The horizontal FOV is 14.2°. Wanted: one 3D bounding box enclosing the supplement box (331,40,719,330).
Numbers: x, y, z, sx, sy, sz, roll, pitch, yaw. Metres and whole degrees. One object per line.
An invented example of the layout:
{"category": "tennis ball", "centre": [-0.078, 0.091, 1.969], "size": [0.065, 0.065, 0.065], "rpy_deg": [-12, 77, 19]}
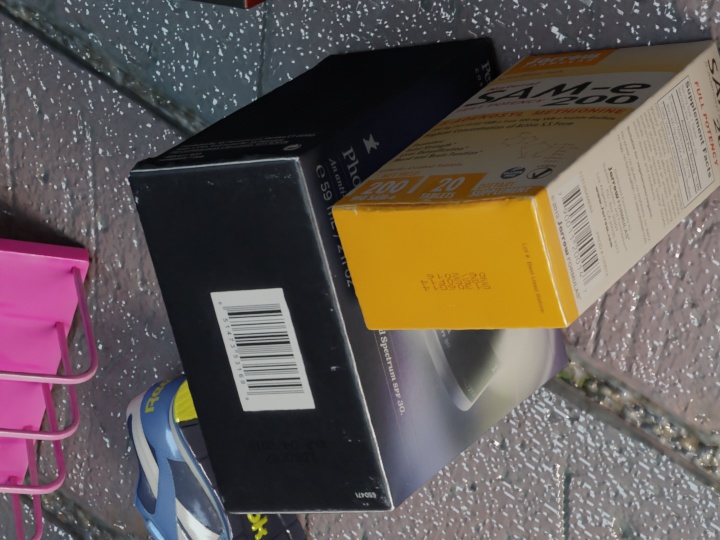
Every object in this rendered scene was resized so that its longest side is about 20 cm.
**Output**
{"category": "supplement box", "centre": [0.094, -0.045, 1.479], "size": [0.125, 0.200, 0.074], "rpy_deg": [-2, 114, 36]}

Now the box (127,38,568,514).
{"category": "box", "centre": [0.000, 0.000, 1.573], "size": [0.123, 0.198, 0.201], "rpy_deg": [-4, 110, 35]}

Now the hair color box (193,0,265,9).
{"category": "hair color box", "centre": [-0.094, -0.254, 1.611], "size": [0.101, 0.061, 0.201], "rpy_deg": [11, 117, 34]}

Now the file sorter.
{"category": "file sorter", "centre": [-0.254, 0.094, 1.820], "size": [0.126, 0.138, 0.201], "rpy_deg": [-105, 29, -48]}

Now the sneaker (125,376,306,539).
{"category": "sneaker", "centre": [-0.090, 0.156, 1.807], "size": [0.082, 0.074, 0.201], "rpy_deg": [-3, 107, 45]}
